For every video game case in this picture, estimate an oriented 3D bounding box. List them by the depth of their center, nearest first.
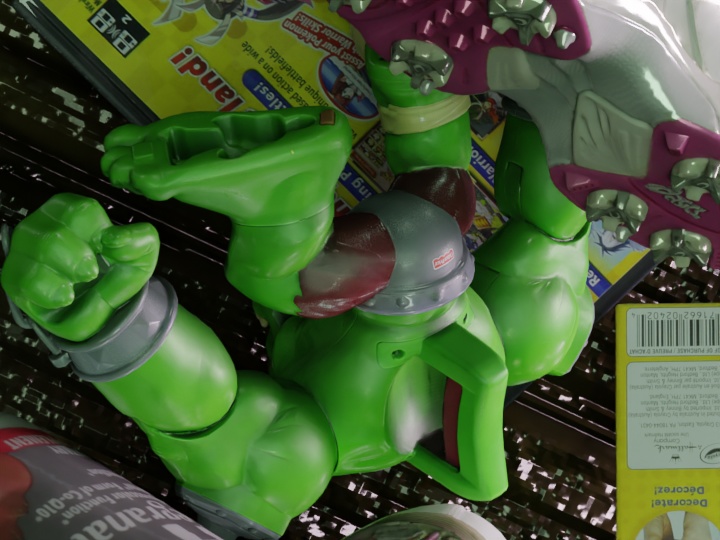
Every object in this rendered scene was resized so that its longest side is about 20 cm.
[{"bbox_3d":[0.029,-0.075,0.798,0.181,0.026,0.200,-44,113,4],"label":"video game case"}]

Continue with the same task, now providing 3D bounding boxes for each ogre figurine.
[{"bbox_3d":[0.000,0.000,0.747,0.098,0.200,0.120,9,123,32],"label":"ogre figurine"}]

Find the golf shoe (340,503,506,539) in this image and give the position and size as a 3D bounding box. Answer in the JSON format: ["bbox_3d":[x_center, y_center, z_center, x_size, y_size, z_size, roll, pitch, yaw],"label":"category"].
[{"bbox_3d":[0.002,0.130,0.788,0.073,0.092,0.200,39,131,16],"label":"golf shoe"}]

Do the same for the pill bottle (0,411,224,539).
[{"bbox_3d":[-0.046,0.124,0.687,0.200,0.111,0.111,28,95,29],"label":"pill bottle"}]

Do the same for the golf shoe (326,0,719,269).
[{"bbox_3d":[0.053,-0.080,0.699,0.200,0.075,0.092,38,59,-37],"label":"golf shoe"}]

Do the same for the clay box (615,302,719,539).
[{"bbox_3d":[0.133,0.111,0.809,0.114,0.048,0.201,0,79,8],"label":"clay box"}]
